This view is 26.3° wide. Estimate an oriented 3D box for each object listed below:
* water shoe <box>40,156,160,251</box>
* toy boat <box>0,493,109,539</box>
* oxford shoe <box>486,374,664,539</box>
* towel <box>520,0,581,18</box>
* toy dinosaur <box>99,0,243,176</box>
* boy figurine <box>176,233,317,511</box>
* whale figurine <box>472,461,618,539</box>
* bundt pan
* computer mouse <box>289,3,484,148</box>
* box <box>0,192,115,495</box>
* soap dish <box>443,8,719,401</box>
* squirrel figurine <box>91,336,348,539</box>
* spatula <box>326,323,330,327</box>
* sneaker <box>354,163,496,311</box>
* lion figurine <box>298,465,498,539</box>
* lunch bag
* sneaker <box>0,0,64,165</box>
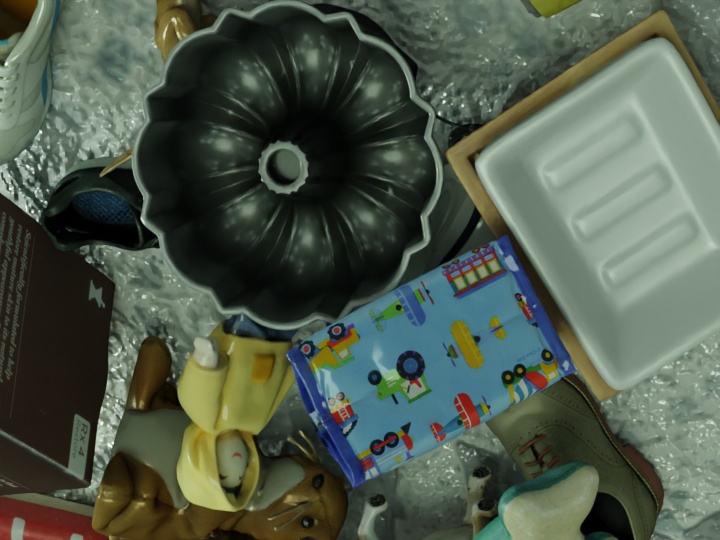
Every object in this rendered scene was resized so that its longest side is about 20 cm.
[{"bbox_3d":[-0.127,-0.039,1.082,0.198,0.079,0.072,-3,120,18],"label":"water shoe"},{"bbox_3d":[-0.262,0.271,1.280,0.198,0.131,0.132,10,123,10],"label":"toy boat"},{"bbox_3d":[0.142,0.129,1.106,0.200,0.075,0.070,40,124,-9],"label":"oxford shoe"},{"bbox_3d":[0.149,-0.246,0.907,0.199,0.023,0.144,-24,110,28],"label":"towel"},{"bbox_3d":[-0.118,-0.153,1.034,0.105,0.060,0.202,17,116,28],"label":"toy dinosaur"},{"bbox_3d":[-0.080,0.070,1.062,0.064,0.124,0.202,22,92,30],"label":"boy figurine"},{"bbox_3d":[0.107,0.205,1.058,0.104,0.158,0.202,44,143,42],"label":"whale figurine"},{"bbox_3d":[-0.038,-0.068,0.970,0.199,0.076,0.204,2,100,13],"label":"bundt pan"},{"bbox_3d":[0.040,-0.117,1.018,0.199,0.034,0.059,31,129,-11],"label":"computer mouse"},{"bbox_3d":[-0.309,0.063,1.114,0.198,0.168,0.164,-9,152,21],"label":"box"},{"bbox_3d":[0.164,-0.040,0.967,0.157,0.081,0.201,-33,109,4],"label":"soap dish"},{"bbox_3d":[-0.106,0.178,1.197,0.185,0.142,0.201,15,138,-5],"label":"squirrel figurine"},{"bbox_3d":[0.000,0.000,1.081,0.020,0.057,0.202,14,111,-14],"label":"spatula"},{"bbox_3d":[0.055,0.015,1.069,0.080,0.077,0.200,15,136,-24],"label":"sneaker"},{"bbox_3d":[0.057,0.224,1.165,0.198,0.073,0.124,-10,123,-4],"label":"lion figurine"},{"bbox_3d":[0.037,0.065,0.996,0.149,0.200,0.095,-27,85,-5],"label":"lunch bag"},{"bbox_3d":[-0.248,-0.151,1.050,0.076,0.081,0.201,22,125,1],"label":"sneaker"}]
